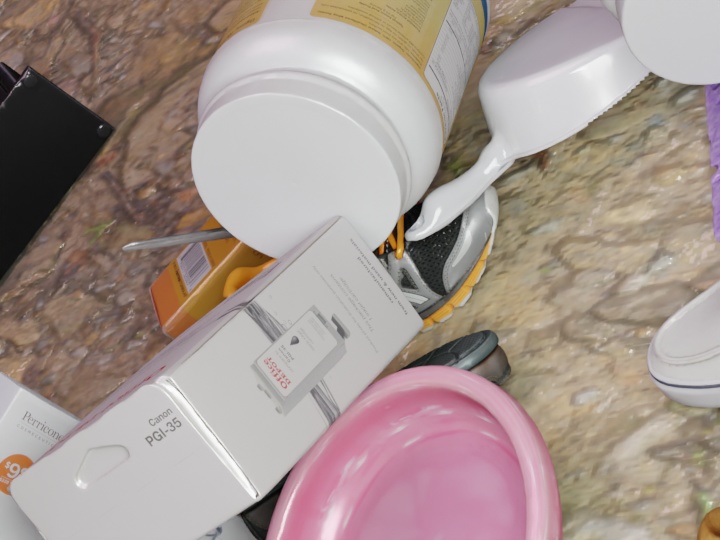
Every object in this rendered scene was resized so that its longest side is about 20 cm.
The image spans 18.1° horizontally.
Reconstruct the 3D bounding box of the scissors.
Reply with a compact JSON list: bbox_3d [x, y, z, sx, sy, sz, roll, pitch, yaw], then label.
[{"bbox_3d":[-0.053,-0.025,1.382,0.073,0.199,0.014,143,113,-73],"label":"scissors"}]

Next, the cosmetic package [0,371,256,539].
[{"bbox_3d":[-0.170,0.171,1.320,0.052,0.200,0.151,21,78,57],"label":"cosmetic package"}]

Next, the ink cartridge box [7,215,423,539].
[{"bbox_3d":[-0.076,0.073,1.217,0.146,0.083,0.200,-35,5,37],"label":"ink cartridge box"}]

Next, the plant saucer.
[{"bbox_3d":[0.032,0.152,1.182,0.200,0.051,0.201,-23,55,37],"label":"plant saucer"}]

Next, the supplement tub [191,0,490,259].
[{"bbox_3d":[-0.011,-0.114,1.315,0.144,0.145,0.200,-28,27,37],"label":"supplement tub"}]

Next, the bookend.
[{"bbox_3d":[-0.324,-0.093,1.874,0.200,0.092,0.199,-52,31,4],"label":"bookend"}]

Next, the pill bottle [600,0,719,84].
[{"bbox_3d":[0.174,-0.197,1.224,0.116,0.116,0.200,-38,33,25],"label":"pill bottle"}]

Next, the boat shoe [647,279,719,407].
[{"bbox_3d":[0.210,0.007,1.088,0.200,0.066,0.072,-23,44,41],"label":"boat shoe"}]

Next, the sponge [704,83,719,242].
[{"bbox_3d":[0.234,-0.106,1.196,0.111,0.030,0.201,-30,39,34],"label":"sponge"}]

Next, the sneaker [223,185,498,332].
[{"bbox_3d":[0.000,0.000,1.368,0.200,0.077,0.079,-32,36,30],"label":"sneaker"}]

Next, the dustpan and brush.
[{"bbox_3d":[0.097,-0.090,1.314,0.200,0.057,0.139,-33,18,-14],"label":"dustpan and brush"}]

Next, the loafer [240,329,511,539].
[{"bbox_3d":[0.012,0.102,1.289,0.200,0.063,0.072,-32,7,27],"label":"loafer"}]

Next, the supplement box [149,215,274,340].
[{"bbox_3d":[-0.048,-0.029,1.470,0.200,0.066,0.069,-46,29,13],"label":"supplement box"}]

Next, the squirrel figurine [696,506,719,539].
[{"bbox_3d":[0.172,0.205,0.925,0.200,0.141,0.188,-25,51,60],"label":"squirrel figurine"}]
